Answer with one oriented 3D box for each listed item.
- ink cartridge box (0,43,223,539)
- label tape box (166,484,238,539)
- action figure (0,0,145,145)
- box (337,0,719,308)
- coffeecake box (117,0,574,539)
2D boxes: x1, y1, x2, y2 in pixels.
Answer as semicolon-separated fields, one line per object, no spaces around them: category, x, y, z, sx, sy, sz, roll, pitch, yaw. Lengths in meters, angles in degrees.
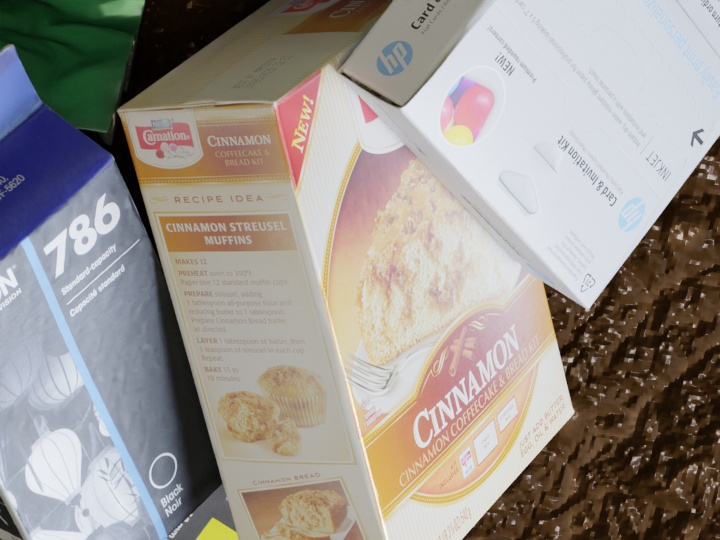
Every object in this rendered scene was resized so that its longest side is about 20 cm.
ink cartridge box;-0.114;0.027;1.078;0.099;0.039;0.200;-44;132;-25
label tape box;-0.116;0.102;1.210;0.200;0.063;0.144;34;102;-16
action figure;-0.184;-0.095;1.123;0.199;0.118;0.055;13;120;-2
box;0.100;-0.105;1.106;0.200;0.041;0.156;-54;138;-6
coffeecake box;0.000;0.000;1.133;0.073;0.153;0.201;-1;115;32
